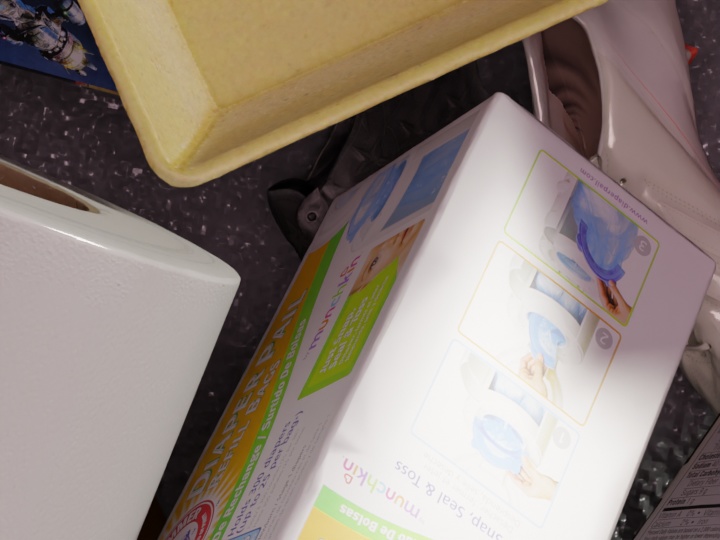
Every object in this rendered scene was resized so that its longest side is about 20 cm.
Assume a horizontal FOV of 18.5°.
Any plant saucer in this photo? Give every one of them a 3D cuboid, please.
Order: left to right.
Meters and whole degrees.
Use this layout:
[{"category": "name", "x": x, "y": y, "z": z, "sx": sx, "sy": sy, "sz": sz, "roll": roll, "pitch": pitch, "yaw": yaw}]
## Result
[{"category": "plant saucer", "x": -0.011, "y": -0.148, "z": 0.725, "sx": 0.199, "sy": 0.048, "sz": 0.200, "roll": -24, "pitch": 80, "yaw": -4}]

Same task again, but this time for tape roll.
[{"category": "tape roll", "x": -0.152, "y": 0.027, "z": 0.647, "sx": 0.202, "sy": 0.203, "sz": 0.140, "roll": 22, "pitch": 93, "yaw": 2}]

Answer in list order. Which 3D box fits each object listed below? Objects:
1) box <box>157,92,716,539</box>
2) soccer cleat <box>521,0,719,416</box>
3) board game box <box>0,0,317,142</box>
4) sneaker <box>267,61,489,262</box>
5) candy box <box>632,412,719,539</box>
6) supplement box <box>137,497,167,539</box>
[{"category": "box", "x": 0.018, "y": 0.061, "z": 0.718, "sx": 0.101, "sy": 0.112, "sz": 0.200, "roll": 37, "pitch": 56, "yaw": -16}, {"category": "soccer cleat", "x": 0.108, "y": -0.020, "z": 0.816, "sx": 0.077, "sy": 0.069, "sz": 0.201, "roll": -25, "pitch": 93, "yaw": -37}, {"category": "board game box", "x": -0.102, "y": -0.115, "z": 0.805, "sx": 0.199, "sy": 0.136, "sz": 0.035, "roll": 15, "pitch": 122, "yaw": 3}, {"category": "sneaker", "x": 0.001, "y": 0.000, "z": 0.835, "sx": 0.104, "sy": 0.060, "sz": 0.200, "roll": 33, "pitch": 87, "yaw": -12}, {"category": "candy box", "x": 0.147, "y": 0.134, "z": 0.743, "sx": 0.137, "sy": 0.061, "sz": 0.200, "roll": 52, "pitch": 59, "yaw": -18}, {"category": "supplement box", "x": -0.192, "y": 0.096, "z": 0.818, "sx": 0.199, "sy": 0.133, "sz": 0.198, "roll": -25, "pitch": 91, "yaw": 4}]
